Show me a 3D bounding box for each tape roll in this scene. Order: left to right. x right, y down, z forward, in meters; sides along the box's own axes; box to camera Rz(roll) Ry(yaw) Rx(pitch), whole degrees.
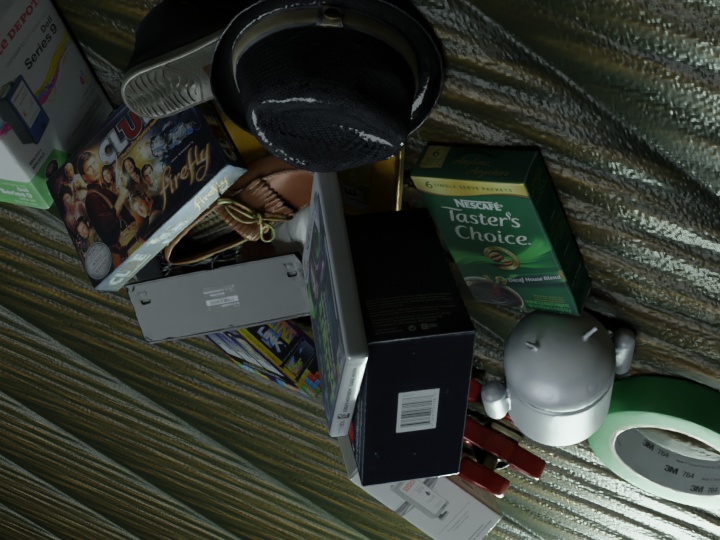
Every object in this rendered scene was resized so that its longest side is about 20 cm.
[{"bbox_3d":[0.353,0.191,1.407,0.200,0.048,0.201,21,151,12],"label":"tape roll"}]

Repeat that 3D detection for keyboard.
[{"bbox_3d":[-0.148,0.013,1.362,0.199,0.040,0.105,-10,115,8],"label":"keyboard"}]

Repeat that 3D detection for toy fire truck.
[{"bbox_3d":[0.128,0.192,1.559,0.199,0.113,0.168,28,175,-1],"label":"toy fire truck"}]

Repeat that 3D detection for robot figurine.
[{"bbox_3d":[0.204,0.109,1.317,0.200,0.169,0.113,78,167,-62],"label":"robot figurine"}]

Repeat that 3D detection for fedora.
[{"bbox_3d":[-0.028,-0.139,1.066,0.199,0.092,0.201,-1,138,-1],"label":"fedora"}]

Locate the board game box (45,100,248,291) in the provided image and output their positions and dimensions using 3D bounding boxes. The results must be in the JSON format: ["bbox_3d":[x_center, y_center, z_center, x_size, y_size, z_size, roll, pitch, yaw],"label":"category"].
[{"bbox_3d":[-0.213,-0.092,1.246,0.200,0.136,0.035,-40,156,24],"label":"board game box"}]

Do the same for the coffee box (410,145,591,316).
[{"bbox_3d":[0.136,-0.037,1.219,0.122,0.044,0.200,8,146,31],"label":"coffee box"}]

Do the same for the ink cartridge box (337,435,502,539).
[{"bbox_3d":[0.072,0.256,1.642,0.200,0.083,0.147,38,-169,-20],"label":"ink cartridge box"}]

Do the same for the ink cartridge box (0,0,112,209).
[{"bbox_3d":[-0.352,-0.182,1.285,0.087,0.146,0.200,11,147,26],"label":"ink cartridge box"}]

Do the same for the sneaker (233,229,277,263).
[{"bbox_3d":[-0.054,0.013,1.446,0.199,0.072,0.080,28,167,-7],"label":"sneaker"}]

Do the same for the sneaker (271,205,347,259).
[{"bbox_3d":[0.000,0.000,1.356,0.200,0.078,0.099,40,141,-15],"label":"sneaker"}]

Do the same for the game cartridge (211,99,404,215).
[{"bbox_3d":[-0.053,-0.127,1.245,0.199,0.033,0.177,19,150,12],"label":"game cartridge"}]

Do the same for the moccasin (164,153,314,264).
[{"bbox_3d":[-0.116,-0.059,1.264,0.201,0.078,0.074,-18,135,24],"label":"moccasin"}]

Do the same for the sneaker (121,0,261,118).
[{"bbox_3d":[-0.118,-0.212,1.132,0.199,0.107,0.075,-14,137,9],"label":"sneaker"}]

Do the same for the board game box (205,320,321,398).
[{"bbox_3d":[-0.141,0.070,1.561,0.165,0.057,0.200,46,163,-29],"label":"board game box"}]

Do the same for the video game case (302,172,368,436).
[{"bbox_3d":[-0.027,0.031,1.207,0.023,0.201,0.182,-5,152,-10],"label":"video game case"}]

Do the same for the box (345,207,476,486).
[{"bbox_3d":[0.034,0.075,1.253,0.103,0.183,0.201,-6,131,-9],"label":"box"}]

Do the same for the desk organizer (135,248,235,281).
[{"bbox_3d":[-0.213,-0.024,1.476,0.200,0.077,0.072,14,123,67],"label":"desk organizer"}]
